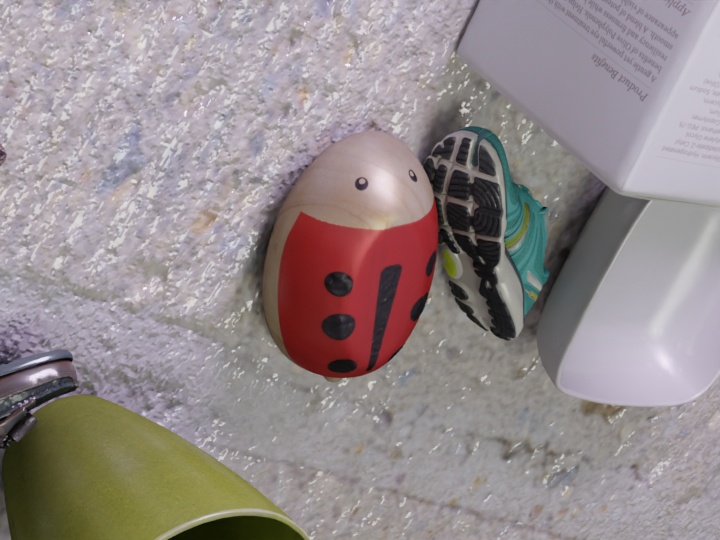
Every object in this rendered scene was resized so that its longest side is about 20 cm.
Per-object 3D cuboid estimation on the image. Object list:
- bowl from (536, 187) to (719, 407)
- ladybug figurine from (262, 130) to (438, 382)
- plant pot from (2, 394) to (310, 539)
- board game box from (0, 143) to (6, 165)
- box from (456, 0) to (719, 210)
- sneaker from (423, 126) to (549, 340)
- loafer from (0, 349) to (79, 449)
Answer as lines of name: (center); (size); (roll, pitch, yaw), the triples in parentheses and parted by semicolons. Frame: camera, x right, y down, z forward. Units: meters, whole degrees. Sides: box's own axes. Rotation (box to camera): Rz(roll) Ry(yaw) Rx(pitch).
bowl: (0.232, 0.007, 1.694); (0.199, 0.075, 0.201); (8, 115, -41)
ladybug figurine: (0.000, 0.000, 1.507); (0.135, 0.072, 0.201); (-15, 130, -29)
plant pot: (-0.157, 0.175, 1.425); (0.186, 0.200, 0.188); (-21, 133, -24)
board game box: (-0.325, -0.079, 1.174); (0.160, 0.097, 0.200); (-47, 138, 1)
box: (0.217, -0.160, 1.459); (0.199, 0.199, 0.172); (7, 118, -41)
sneaker: (0.096, -0.038, 1.571); (0.080, 0.077, 0.200); (-49, 146, -25)
loafer: (-0.269, 0.113, 1.377); (0.199, 0.063, 0.072); (-22, 169, -18)
